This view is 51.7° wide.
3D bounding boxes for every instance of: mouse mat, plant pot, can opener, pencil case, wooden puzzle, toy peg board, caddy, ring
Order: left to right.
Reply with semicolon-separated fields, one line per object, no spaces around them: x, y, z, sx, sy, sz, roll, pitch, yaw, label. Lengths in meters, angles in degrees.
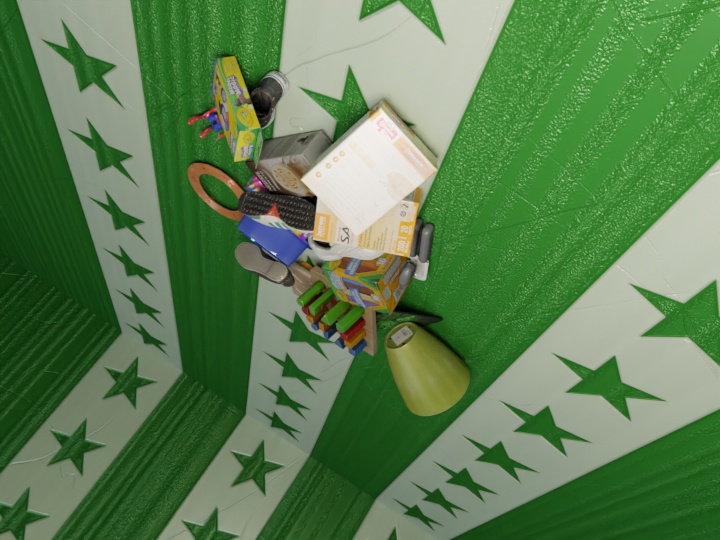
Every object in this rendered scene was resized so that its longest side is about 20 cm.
-0.361;-0.206;1.922;0.200;0.019;0.200;26;150;17;ring
-0.210;-0.097;1.840;0.200;0.105;0.141;37;176;-5;caddy
-0.174;-0.157;1.723;0.200;0.088;0.088;41;152;-13;pencil case
-0.114;0.047;2.010;0.185;0.046;0.200;29;157;22;wooden puzzle
-0.067;0.125;1.862;0.200;0.098;0.199;31;145;28;toy peg board
0.092;0.130;1.871;0.161;0.008;0.200;10;163;-25;mouse mat
0.124;-0.033;1.617;0.053;0.066;0.200;27;146;15;can opener
0.148;0.229;1.868;0.187;0.187;0.200;0;134;48;plant pot

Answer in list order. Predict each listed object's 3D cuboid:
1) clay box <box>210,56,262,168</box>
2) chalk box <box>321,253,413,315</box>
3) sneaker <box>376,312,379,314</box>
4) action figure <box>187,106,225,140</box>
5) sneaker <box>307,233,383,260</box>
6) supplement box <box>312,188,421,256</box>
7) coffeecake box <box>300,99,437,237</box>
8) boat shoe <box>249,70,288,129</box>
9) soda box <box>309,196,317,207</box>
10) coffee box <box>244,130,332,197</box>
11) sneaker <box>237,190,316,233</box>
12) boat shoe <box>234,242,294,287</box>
-0.248;-0.311;1.487;0.115;0.048;0.200;122;132;-62;clay box
0.000;0.000;1.733;0.200;0.125;0.124;15;147;31;chalk box
0.021;0.071;1.877;0.080;0.071;0.200;41;153;-19;sneaker
-0.313;-0.330;1.639;0.200;0.052;0.065;-3;129;51;action figure
-0.026;-0.065;1.638;0.200;0.078;0.099;-10;165;20;sneaker
0.012;-0.112;1.485;0.200;0.074;0.126;10;122;2;supplement box
0.017;-0.186;1.363;0.200;0.073;0.154;-39;107;21;coffeecake box
-0.205;-0.335;1.507;0.069;0.057;0.200;39;152;-7;boat shoe
-0.050;-0.148;1.612;0.063;0.071;0.200;45;150;-17;soda box
-0.135;-0.222;1.582;0.200;0.080;0.114;1;138;47;coffee box
-0.167;-0.126;1.643;0.200;0.070;0.093;13;176;12;sneaker
-0.242;-0.009;1.871;0.200;0.067;0.057;29;167;38;boat shoe
